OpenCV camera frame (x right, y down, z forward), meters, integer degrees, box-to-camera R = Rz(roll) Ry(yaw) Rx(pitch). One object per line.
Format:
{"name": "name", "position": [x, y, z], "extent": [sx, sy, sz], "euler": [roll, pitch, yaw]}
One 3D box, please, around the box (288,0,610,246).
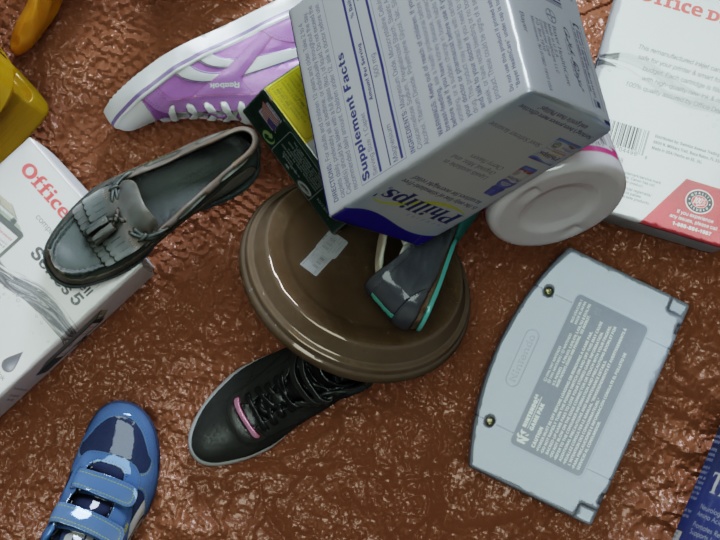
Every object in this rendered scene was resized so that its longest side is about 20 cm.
{"name": "box", "position": [0.062, -0.149, 1.330], "extent": [0.199, 0.104, 0.186], "euler": [-30, 60, 34]}

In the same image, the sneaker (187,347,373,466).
{"name": "sneaker", "position": [-0.060, 0.095, 1.464], "extent": [0.199, 0.099, 0.071], "euler": [-31, 87, 0]}

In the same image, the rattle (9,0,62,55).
{"name": "rattle", "position": [-0.178, -0.228, 1.511], "extent": [0.198, 0.130, 0.145], "euler": [10, 97, -24]}

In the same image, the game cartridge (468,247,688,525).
{"name": "game cartridge", "position": [0.173, 0.091, 1.491], "extent": [0.132, 0.042, 0.202], "euler": [25, 86, 8]}

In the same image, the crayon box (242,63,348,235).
{"name": "crayon box", "position": [0.017, -0.135, 1.472], "extent": [0.199, 0.051, 0.127], "euler": [-37, 90, -31]}

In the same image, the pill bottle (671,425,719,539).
{"name": "pill bottle", "position": [0.326, 0.179, 1.441], "extent": [0.110, 0.111, 0.202], "euler": [24, 86, 3]}

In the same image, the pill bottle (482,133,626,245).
{"name": "pill bottle", "position": [0.127, -0.131, 1.415], "extent": [0.112, 0.114, 0.202], "euler": [-16, 61, 0]}

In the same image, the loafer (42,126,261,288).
{"name": "loafer", "position": [-0.165, -0.059, 1.427], "extent": [0.199, 0.063, 0.072], "euler": [-33, 83, -18]}

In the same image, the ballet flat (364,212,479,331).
{"name": "ballet flat", "position": [0.055, -0.037, 1.437], "extent": [0.073, 0.073, 0.201], "euler": [27, 50, 3]}

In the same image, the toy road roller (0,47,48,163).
{"name": "toy road roller", "position": [-0.346, -0.165, 1.486], "extent": [0.123, 0.146, 0.200], "euler": [-44, 42, 4]}

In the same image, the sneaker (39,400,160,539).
{"name": "sneaker", "position": [-0.217, 0.205, 1.468], "extent": [0.073, 0.082, 0.202], "euler": [17, 84, 4]}

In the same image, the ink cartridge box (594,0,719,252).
{"name": "ink cartridge box", "position": [0.256, -0.132, 1.480], "extent": [0.143, 0.084, 0.202], "euler": [17, 89, 3]}

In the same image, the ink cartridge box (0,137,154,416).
{"name": "ink cartridge box", "position": [-0.291, 0.012, 1.483], "extent": [0.200, 0.084, 0.146], "euler": [-43, 86, -3]}

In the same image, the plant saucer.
{"name": "plant saucer", "position": [0.000, 0.000, 1.447], "extent": [0.198, 0.030, 0.202], "euler": [12, 50, -14]}

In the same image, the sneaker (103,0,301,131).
{"name": "sneaker", "position": [-0.108, -0.140, 1.500], "extent": [0.199, 0.073, 0.115], "euler": [-27, 88, -1]}
